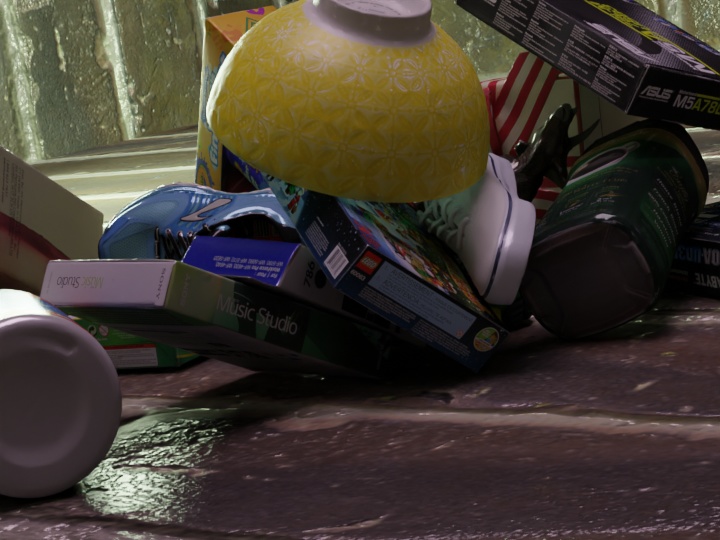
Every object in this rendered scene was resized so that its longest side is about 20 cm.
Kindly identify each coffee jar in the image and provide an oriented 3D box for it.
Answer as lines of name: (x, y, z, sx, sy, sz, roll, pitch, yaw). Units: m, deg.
coffee jar: (0.186, -0.035, 1.449, 0.104, 0.086, 0.200, -23, 16, 31)

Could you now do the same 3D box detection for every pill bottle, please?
pill bottle: (-0.222, 0.071, 1.274, 0.111, 0.113, 0.200, -12, 10, -16)

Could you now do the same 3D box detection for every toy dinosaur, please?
toy dinosaur: (0.092, -0.055, 1.563, 0.199, 0.078, 0.102, -31, -18, 36)

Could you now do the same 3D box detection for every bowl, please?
bowl: (0.000, -0.139, 1.369, 0.198, 0.108, 0.201, 9, 28, -5)

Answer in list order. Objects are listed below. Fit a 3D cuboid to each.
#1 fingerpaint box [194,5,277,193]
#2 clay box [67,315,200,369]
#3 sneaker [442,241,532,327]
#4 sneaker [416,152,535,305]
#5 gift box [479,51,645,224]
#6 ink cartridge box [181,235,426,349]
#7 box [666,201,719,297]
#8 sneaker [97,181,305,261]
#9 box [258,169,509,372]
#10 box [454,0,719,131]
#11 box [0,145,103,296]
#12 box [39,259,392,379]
fingerpaint box: (-0.074, -0.099, 1.732, 0.073, 0.201, 0.167, -14, 41, -28)
clay box: (-0.140, 0.035, 1.627, 0.114, 0.048, 0.200, -4, 9, 30)
sneaker: (0.029, 0.007, 1.511, 0.198, 0.086, 0.078, -8, 9, 14)
sneaker: (0.074, -0.033, 1.391, 0.070, 0.074, 0.200, 13, 18, -9)
gift box: (0.168, -0.094, 1.689, 0.199, 0.186, 0.186, -6, 6, 40)
ink cartridge box: (-0.045, 0.012, 1.383, 0.099, 0.040, 0.199, 5, -11, 38)
box: (0.309, -0.023, 1.527, 0.158, 0.046, 0.200, -13, 9, -19)
sneaker: (-0.125, -0.029, 1.617, 0.198, 0.079, 0.090, -8, 13, 18)
box: (0.008, -0.023, 1.378, 0.136, 0.038, 0.200, 30, 15, -34)
box: (0.203, -0.172, 1.553, 0.192, 0.048, 0.200, 8, 24, -46)
box: (-0.325, -0.023, 1.734, 0.127, 0.110, 0.200, -7, -20, 21)
box: (-0.097, 0.033, 1.357, 0.199, 0.037, 0.144, 19, -12, -42)
